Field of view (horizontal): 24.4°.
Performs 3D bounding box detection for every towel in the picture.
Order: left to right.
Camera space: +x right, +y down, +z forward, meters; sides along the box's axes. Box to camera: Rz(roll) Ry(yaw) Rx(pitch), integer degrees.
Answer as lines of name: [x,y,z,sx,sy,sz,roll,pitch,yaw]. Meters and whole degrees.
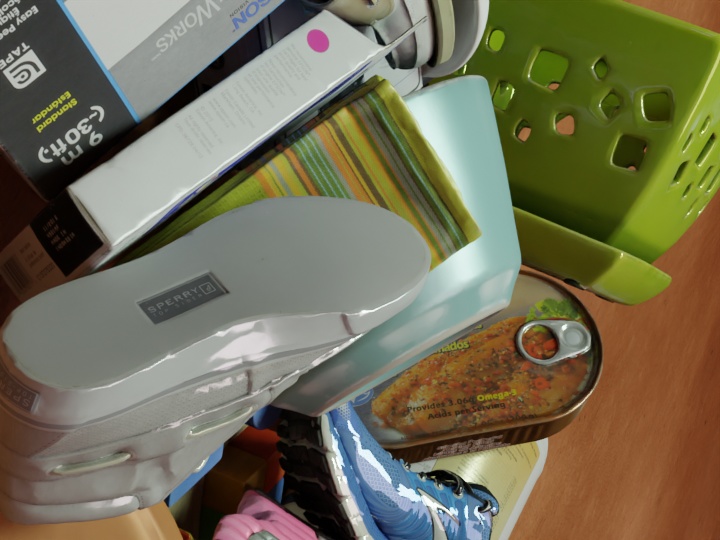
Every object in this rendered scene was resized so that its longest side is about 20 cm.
towel: [-0.047,0.007,0.726,0.199,0.086,0.018,-36,-167,-3]

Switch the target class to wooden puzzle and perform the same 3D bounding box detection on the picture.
wooden puzzle: [-0.086,0.108,0.916,0.185,0.046,0.202,-41,141,-53]

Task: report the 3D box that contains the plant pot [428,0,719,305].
plant pot: [0.146,-0.086,1.150,0.183,0.198,0.200,-68,158,2]

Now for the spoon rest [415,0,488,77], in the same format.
spoon rest: [0.037,-0.187,0.846,0.060,0.099,0.201,-31,149,-42]

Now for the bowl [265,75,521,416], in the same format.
bowl: [0.000,0.000,0.827,0.106,0.200,0.200,61,26,5]

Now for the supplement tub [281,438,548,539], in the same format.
supplement tub: [0.039,0.136,1.105,0.201,0.143,0.145,-58,153,-33]

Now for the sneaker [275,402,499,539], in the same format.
sneaker: [0.024,0.137,0.959,0.089,0.078,0.201,-39,114,-18]

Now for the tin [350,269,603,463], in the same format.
tin: [0.054,0.060,1.047,0.042,0.198,0.113,106,-27,-60]

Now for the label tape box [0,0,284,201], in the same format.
label tape box: [-0.097,-0.106,0.654,0.144,0.063,0.200,-42,150,-8]

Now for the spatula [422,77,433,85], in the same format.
spatula: [-0.010,-0.078,0.942,0.200,0.020,0.057,-43,162,-36]

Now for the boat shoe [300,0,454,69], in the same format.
boat shoe: [-0.006,-0.149,0.742,0.068,0.075,0.200,-27,151,-2]

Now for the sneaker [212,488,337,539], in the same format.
sneaker: [-0.059,0.175,0.856,0.096,0.079,0.200,-53,176,0]

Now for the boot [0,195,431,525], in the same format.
boot: [-0.064,0.037,0.686,0.199,0.074,0.096,-17,143,-32]

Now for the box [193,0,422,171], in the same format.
box: [-0.031,-0.152,0.818,0.116,0.060,0.201,-40,142,-32]

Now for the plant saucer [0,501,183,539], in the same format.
plant saucer: [-0.125,0.137,0.702,0.200,0.037,0.201,48,27,-34]

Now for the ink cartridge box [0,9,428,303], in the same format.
ink cartridge box: [-0.062,-0.057,0.720,0.200,0.037,0.095,-37,-177,-35]
